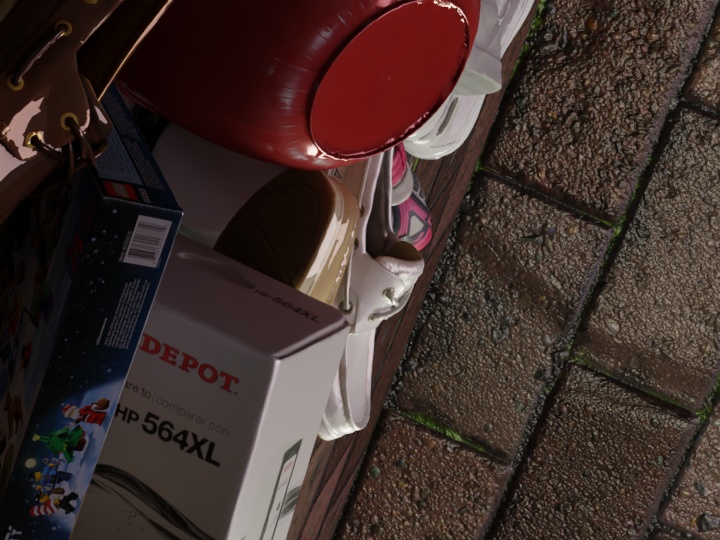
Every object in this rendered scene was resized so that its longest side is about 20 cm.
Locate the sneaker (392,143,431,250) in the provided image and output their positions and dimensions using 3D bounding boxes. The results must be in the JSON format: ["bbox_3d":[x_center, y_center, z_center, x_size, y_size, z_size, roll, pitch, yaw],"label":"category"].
[{"bbox_3d":[-0.029,-0.050,1.353,0.081,0.075,0.200,-37,-155,-19],"label":"sneaker"}]

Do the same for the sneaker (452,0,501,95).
[{"bbox_3d":[0.036,-0.186,1.280,0.200,0.074,0.116,25,67,-66],"label":"sneaker"}]

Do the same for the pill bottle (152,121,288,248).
[{"bbox_3d":[-0.081,-0.020,1.240,0.200,0.111,0.111,98,17,-68],"label":"pill bottle"}]

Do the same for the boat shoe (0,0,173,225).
[{"bbox_3d":[-0.133,-0.066,0.838,0.072,0.067,0.200,96,19,-70],"label":"boat shoe"}]

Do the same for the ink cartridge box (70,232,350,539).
[{"bbox_3d":[-0.108,0.092,1.045,0.084,0.146,0.200,-25,135,-61],"label":"ink cartridge box"}]

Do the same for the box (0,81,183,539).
[{"bbox_3d":[-0.142,0.027,0.934,0.200,0.038,0.137,-69,-152,21],"label":"box"}]

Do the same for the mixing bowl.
[{"bbox_3d":[-0.016,-0.123,1.016,0.200,0.108,0.200,-29,147,-21],"label":"mixing bowl"}]

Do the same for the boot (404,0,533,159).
[{"bbox_3d":[0.068,-0.175,1.409,0.096,0.073,0.200,23,84,-74],"label":"boot"}]

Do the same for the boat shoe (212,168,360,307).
[{"bbox_3d":[-0.047,0.033,1.100,0.069,0.074,0.200,7,123,-40],"label":"boat shoe"}]

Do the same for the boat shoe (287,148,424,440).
[{"bbox_3d":[0.000,0.000,1.151,0.071,0.069,0.201,-54,143,-68],"label":"boat shoe"}]
